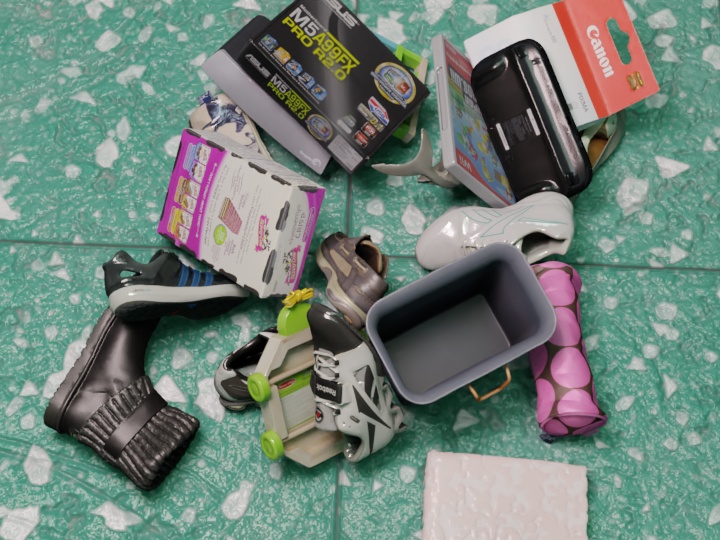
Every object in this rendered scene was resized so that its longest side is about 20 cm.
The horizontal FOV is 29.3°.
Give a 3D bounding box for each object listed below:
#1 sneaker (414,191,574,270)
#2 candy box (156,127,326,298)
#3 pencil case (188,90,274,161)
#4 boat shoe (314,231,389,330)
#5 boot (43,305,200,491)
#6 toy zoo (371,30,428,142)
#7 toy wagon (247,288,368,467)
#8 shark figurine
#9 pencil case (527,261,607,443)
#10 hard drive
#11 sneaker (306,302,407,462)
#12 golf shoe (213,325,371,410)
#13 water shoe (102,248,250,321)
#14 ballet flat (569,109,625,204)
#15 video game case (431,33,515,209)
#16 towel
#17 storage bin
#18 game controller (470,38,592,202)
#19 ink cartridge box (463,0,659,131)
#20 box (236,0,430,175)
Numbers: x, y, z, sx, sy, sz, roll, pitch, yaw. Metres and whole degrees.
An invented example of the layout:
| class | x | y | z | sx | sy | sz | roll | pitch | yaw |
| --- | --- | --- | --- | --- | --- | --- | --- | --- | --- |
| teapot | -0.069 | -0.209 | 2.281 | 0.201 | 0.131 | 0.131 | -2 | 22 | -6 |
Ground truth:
| class | x | y | z | sx | sy | sz | roll | pitch | yaw |
| --- | --- | --- | --- | --- | --- | --- | --- | --- | --- |
| sneaker | 0.160 | -0.037 | 1.641 | 0.198 | 0.071 | 0.081 | -15 | 35 | 10 |
| candy box | -0.142 | -0.069 | 1.604 | 0.199 | 0.061 | 0.138 | 30 | 110 | 38 |
| pencil case | -0.139 | -0.129 | 1.693 | 0.077 | 0.090 | 0.201 | -5 | 57 | -46 |
| boat shoe | 0.000 | 0.000 | 1.598 | 0.073 | 0.200 | 0.074 | -41 | 114 | 10 |
| boot | -0.244 | 0.132 | 1.574 | 0.157 | 0.080 | 0.212 | 25 | 72 | 13 |
| toy zoo | -0.011 | -0.257 | 1.739 | 0.199 | 0.020 | 0.132 | 24 | 55 | -19 |
| toy wagon | -0.056 | 0.115 | 1.541 | 0.154 | 0.039 | 0.202 | -22 | 108 | -34 |
| shark figurine | 0.095 | -0.129 | 1.698 | 0.129 | 0.089 | 0.215 | 63 | 32 | -13 |
| pencil case | 0.234 | 0.094 | 1.605 | 0.090 | 0.093 | 0.202 | -24 | 59 | 37 |
| hard drive | -0.088 | -0.226 | 1.716 | 0.200 | 0.042 | 0.135 | 42 | 47 | -3 |
| sneaker | -0.020 | 0.129 | 1.498 | 0.088 | 0.201 | 0.074 | -40 | 32 | -22 |
| golf shoe | -0.073 | 0.101 | 1.587 | 0.198 | 0.095 | 0.078 | -23 | 66 | -13 |
| water shoe | -0.207 | 0.009 | 1.584 | 0.199 | 0.071 | 0.080 | 1 | 64 | -51 |
| ballet flat | 0.288 | -0.163 | 1.736 | 0.067 | 0.064 | 0.201 | 29 | 67 | 8 |
| video game case | 0.140 | -0.178 | 1.695 | 0.017 | 0.143 | 0.202 | -23 | 53 | 29 |
| towel | 0.160 | 0.306 | 1.532 | 0.189 | 0.032 | 0.202 | 5 | 65 | 0 |
| storage bin | 0.109 | 0.081 | 1.557 | 0.199 | 0.134 | 0.146 | -27 | 78 | -12 |
| game controller | 0.206 | -0.177 | 1.676 | 0.104 | 0.042 | 0.202 | -25 | 83 | 33 |
| ink cartridge box | 0.245 | -0.251 | 1.696 | 0.199 | 0.047 | 0.161 | -25 | 81 | 24 |
| box | -0.031 | -0.237 | 1.673 | 0.200 | 0.044 | 0.160 | 45 | 51 | -4 |
